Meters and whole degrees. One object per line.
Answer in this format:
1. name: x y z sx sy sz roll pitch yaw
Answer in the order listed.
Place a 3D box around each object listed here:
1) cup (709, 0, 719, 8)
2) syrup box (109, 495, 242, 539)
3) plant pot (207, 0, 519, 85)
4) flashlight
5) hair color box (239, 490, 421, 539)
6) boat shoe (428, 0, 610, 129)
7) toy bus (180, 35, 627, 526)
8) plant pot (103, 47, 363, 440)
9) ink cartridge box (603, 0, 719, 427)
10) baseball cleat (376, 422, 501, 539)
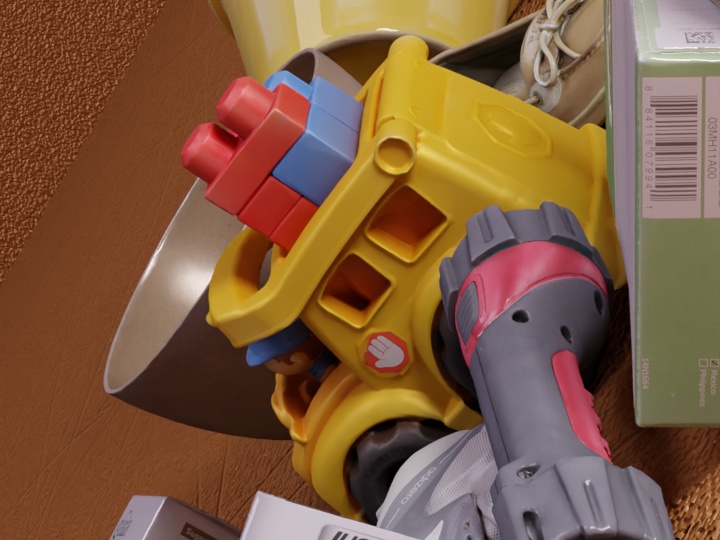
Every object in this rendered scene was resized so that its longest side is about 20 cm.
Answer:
1. cup: 0.177 -0.150 0.837 0.200 0.200 0.143 -85 12 -62
2. syrup box: -0.122 0.218 1.307 0.200 0.081 0.079 -63 15 -13
3. plant pot: 0.006 -0.156 1.469 0.201 0.201 0.189 -49 33 38
4. flashlight: 0.076 0.052 0.934 0.068 0.068 0.200 -27 34 8
5. hair color box: -0.020 0.189 0.884 0.061 0.101 0.200 66 -138 -65
6. boat shoe: 0.089 -0.105 1.285 0.073 0.063 0.201 -63 13 -16
7. toy bus: 0.000 0.000 1.104 0.200 0.192 0.136 -54 15 28
8. plant pot: -0.021 0.007 1.287 0.200 0.134 0.200 -54 14 21
9. ink cartridge box: 0.116 -0.054 0.941 0.200 0.048 0.146 -83 -10 -61
10. baseball cleat: 0.033 0.128 0.965 0.106 0.070 0.200 -39 27 42
